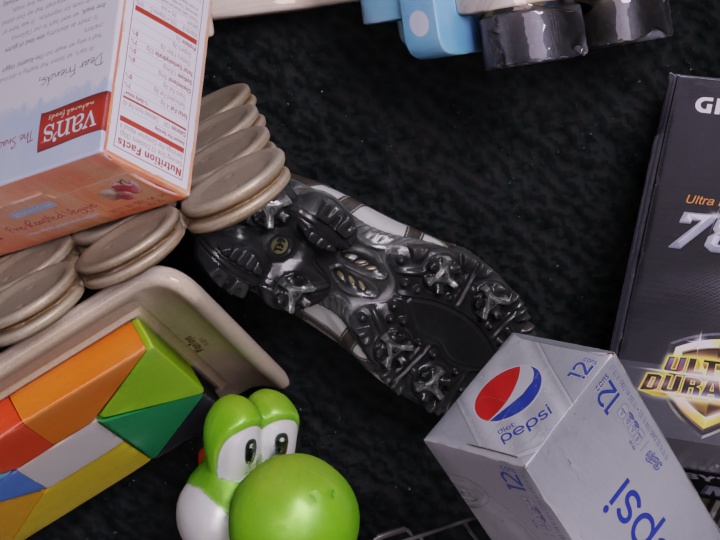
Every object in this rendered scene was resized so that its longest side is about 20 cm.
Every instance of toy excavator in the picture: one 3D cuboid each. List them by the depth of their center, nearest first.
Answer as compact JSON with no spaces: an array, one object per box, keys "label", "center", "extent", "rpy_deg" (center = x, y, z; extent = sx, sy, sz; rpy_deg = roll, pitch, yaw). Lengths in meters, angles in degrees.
[{"label":"toy excavator","center":[0.018,-0.137,1.137],"extent":[0.194,0.200,0.100],"rpy_deg":[-14,96,-43]}]

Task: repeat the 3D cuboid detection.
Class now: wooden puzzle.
[{"label":"wooden puzzle","center":[-0.140,0.076,1.111],"extent":[0.200,0.185,0.037],"rpy_deg":[-27,70,4]}]

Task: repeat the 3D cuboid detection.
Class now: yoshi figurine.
[{"label":"yoshi figurine","center":[-0.045,0.159,1.131],"extent":[0.112,0.112,0.200],"rpy_deg":[10,112,18]}]

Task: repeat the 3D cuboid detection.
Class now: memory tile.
[{"label":"memory tile","center":[-0.106,-0.027,1.093],"extent":[0.153,0.200,0.017],"rpy_deg":[-29,108,1]}]

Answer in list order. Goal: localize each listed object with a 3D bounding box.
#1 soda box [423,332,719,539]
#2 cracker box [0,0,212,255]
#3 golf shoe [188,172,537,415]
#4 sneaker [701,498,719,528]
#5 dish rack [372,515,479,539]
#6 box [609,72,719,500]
[{"label":"soda box","center":[0.110,0.121,1.054],"extent":[0.068,0.063,0.200],"rpy_deg":[-50,126,-23]},{"label":"cracker box","center":[-0.130,-0.116,1.080],"extent":[0.134,0.058,0.200],"rpy_deg":[-14,60,39]},{"label":"golf shoe","center":[0.000,0.000,1.160],"extent":[0.200,0.094,0.078],"rpy_deg":[33,95,-29]},{"label":"sneaker","center":[0.204,0.070,1.147],"extent":[0.073,0.071,0.200],"rpy_deg":[17,82,29]},{"label":"dish rack","center":[0.064,0.175,1.130],"extent":[0.200,0.055,0.154],"rpy_deg":[-16,128,-23]},{"label":"box","center":[0.221,0.014,1.106],"extent":[0.200,0.050,0.199],"rpy_deg":[9,69,16]}]
